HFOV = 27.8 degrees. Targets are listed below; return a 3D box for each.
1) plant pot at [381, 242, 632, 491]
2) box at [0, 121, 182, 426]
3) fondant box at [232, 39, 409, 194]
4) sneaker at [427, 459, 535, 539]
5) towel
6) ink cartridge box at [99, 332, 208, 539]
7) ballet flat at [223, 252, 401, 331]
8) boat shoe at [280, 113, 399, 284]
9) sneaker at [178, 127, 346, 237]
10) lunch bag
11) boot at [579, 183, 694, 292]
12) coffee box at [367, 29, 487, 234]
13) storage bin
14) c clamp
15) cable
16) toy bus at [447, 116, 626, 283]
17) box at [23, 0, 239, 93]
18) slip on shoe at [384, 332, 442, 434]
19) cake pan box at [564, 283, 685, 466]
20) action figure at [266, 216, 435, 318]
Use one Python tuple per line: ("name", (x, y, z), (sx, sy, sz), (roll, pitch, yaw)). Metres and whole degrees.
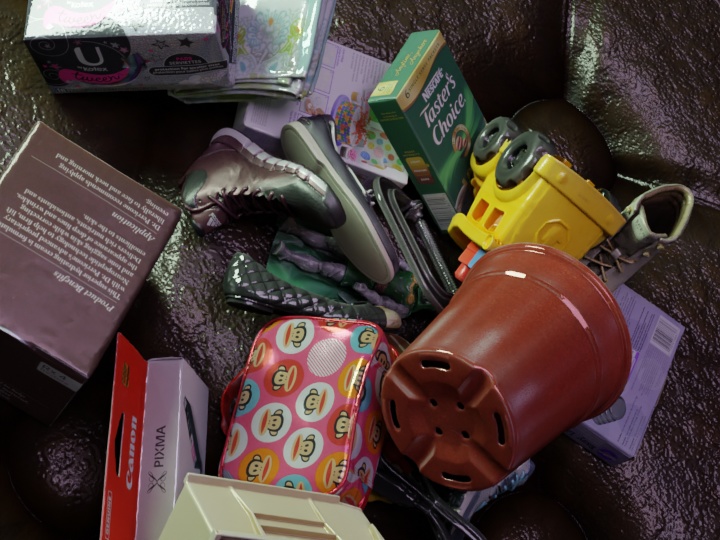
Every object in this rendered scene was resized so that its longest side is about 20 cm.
("plant pot", (0.132, 0.103, 1.412), (0.201, 0.201, 0.195), (52, 43, 3))
("box", (-0.298, 0.005, 1.379), (0.165, 0.164, 0.201), (33, 60, -10))
("fondant box", (-0.035, -0.180, 1.636), (0.199, 0.058, 0.145), (18, 63, -16))
("sneaker", (0.142, 0.212, 1.547), (0.086, 0.078, 0.201), (36, 61, -15))
("towel", (-0.114, -0.271, 1.586), (0.170, 0.048, 0.201), (1, 63, 22))
("ink cartridge box", (-0.188, 0.177, 1.359), (0.043, 0.174, 0.202), (-3, 67, 9))
("ballet flat", (-0.046, 0.029, 1.514), (0.198, 0.066, 0.057), (15, 78, -20))
("boat shoe", (-0.008, -0.081, 1.540), (0.062, 0.073, 0.201), (-27, 79, -32))
("sneaker", (-0.113, -0.065, 1.517), (0.199, 0.076, 0.116), (29, 65, 37))
("lunch bag", (-0.061, 0.144, 1.447), (0.082, 0.175, 0.201), (53, 46, -52))
("boot", (0.269, -0.012, 1.590), (0.200, 0.155, 0.072), (-38, 87, -32))
("coffee box", (0.090, -0.153, 1.628), (0.123, 0.044, 0.201), (-57, 130, -35))
("storage bin", (-0.099, 0.301, 1.308), (0.197, 0.201, 0.094), (15, 20, -34))
("c clamp", (0.075, -0.012, 1.591), (0.201, 0.027, 0.171), (63, 19, 10))
("cable", (0.062, 0.226, 1.483), (0.199, 0.050, 0.098), (34, 97, 5))
("toy bus", (0.162, -0.047, 1.575), (0.135, 0.200, 0.193), (35, 95, -24))
("box", (-0.233, -0.266, 1.505), (0.198, 0.115, 0.133), (-1, 67, 6))
("slip on shoe", (0.066, 0.154, 1.507), (0.076, 0.061, 0.200), (-13, 53, -49))
("cake pan box", (0.262, 0.091, 1.664), (0.184, 0.052, 0.201), (34, 60, -11))
("action figure", (0.000, 0.000, 1.582), (0.199, 0.055, 0.119), (23, 63, -17))
